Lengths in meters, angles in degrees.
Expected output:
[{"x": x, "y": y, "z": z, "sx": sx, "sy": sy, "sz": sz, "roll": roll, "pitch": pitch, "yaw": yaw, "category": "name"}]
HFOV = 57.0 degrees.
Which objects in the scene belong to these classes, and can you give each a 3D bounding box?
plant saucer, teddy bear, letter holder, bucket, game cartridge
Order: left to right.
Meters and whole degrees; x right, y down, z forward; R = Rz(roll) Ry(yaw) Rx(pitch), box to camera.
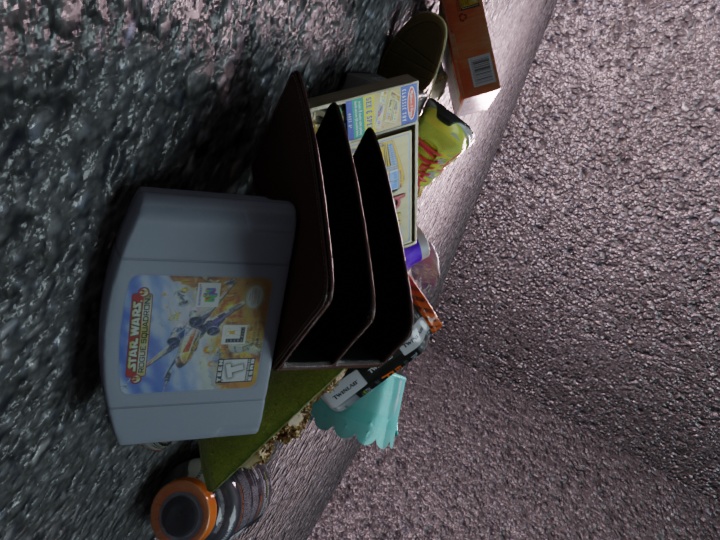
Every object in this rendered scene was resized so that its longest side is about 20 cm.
[{"x": -0.127, "y": 0.041, "z": 0.500, "sx": 0.131, "sy": 0.041, "sz": 0.204, "roll": -1, "pitch": 115, "yaw": -31, "category": "game cartridge"}, {"x": -0.097, "y": 0.090, "z": 0.660, "sx": 0.199, "sy": 0.048, "sz": 0.199, "roll": -42, "pitch": -161, "yaw": -7, "category": "plant saucer"}, {"x": -0.101, "y": 0.154, "z": 0.825, "sx": 0.201, "sy": 0.066, "sz": 0.146, "roll": -55, "pitch": 129, "yaw": -24, "category": "teddy bear"}, {"x": -0.018, "y": -0.041, "z": 0.541, "sx": 0.143, "sy": 0.098, "sz": 0.204, "roll": 127, "pitch": -42, "yaw": -54, "category": "letter holder"}, {"x": -0.012, "y": 0.244, "z": 1.283, "sx": 0.207, "sy": 0.203, "sz": 0.137, "roll": 48, "pitch": 61, "yaw": -78, "category": "bucket"}]

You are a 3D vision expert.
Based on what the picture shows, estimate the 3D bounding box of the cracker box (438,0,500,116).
[{"x": 0.150, "y": -0.301, "z": 0.941, "sx": 0.200, "sy": 0.056, "sz": 0.137, "roll": -51, "pitch": 128, "yaw": -82, "category": "cracker box"}]

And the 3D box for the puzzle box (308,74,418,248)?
[{"x": 0.004, "y": -0.099, "z": 0.725, "sx": 0.131, "sy": 0.025, "sz": 0.203, "roll": -21, "pitch": 128, "yaw": -23, "category": "puzzle box"}]

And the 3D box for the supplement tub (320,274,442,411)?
[{"x": 0.013, "y": 0.099, "z": 0.958, "sx": 0.198, "sy": 0.124, "sz": 0.123, "roll": -35, "pitch": 168, "yaw": 1, "category": "supplement tub"}]

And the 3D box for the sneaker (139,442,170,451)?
[{"x": -0.150, "y": 0.076, "z": 0.569, "sx": 0.203, "sy": 0.081, "sz": 0.078, "roll": -68, "pitch": 169, "yaw": 22, "category": "sneaker"}]

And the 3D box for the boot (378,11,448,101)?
[{"x": 0.081, "y": -0.268, "z": 0.903, "sx": 0.155, "sy": 0.071, "sz": 0.202, "roll": -50, "pitch": 167, "yaw": -48, "category": "boot"}]

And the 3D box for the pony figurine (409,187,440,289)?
[{"x": 0.036, "y": -0.055, "z": 1.019, "sx": 0.199, "sy": 0.165, "sz": 0.196, "roll": -36, "pitch": 144, "yaw": -32, "category": "pony figurine"}]

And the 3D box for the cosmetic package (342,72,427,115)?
[{"x": 0.001, "y": -0.129, "z": 0.806, "sx": 0.107, "sy": 0.089, "sz": 0.204, "roll": -45, "pitch": 155, "yaw": -66, "category": "cosmetic package"}]

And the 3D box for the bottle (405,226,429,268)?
[{"x": 0.000, "y": 0.000, "z": 0.899, "sx": 0.197, "sy": 0.066, "sz": 0.084, "roll": -25, "pitch": 145, "yaw": -15, "category": "bottle"}]

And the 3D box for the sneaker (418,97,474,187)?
[{"x": 0.087, "y": -0.151, "z": 0.872, "sx": 0.091, "sy": 0.078, "sz": 0.200, "roll": -51, "pitch": 176, "yaw": -10, "category": "sneaker"}]

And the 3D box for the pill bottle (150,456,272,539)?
[{"x": -0.181, "y": 0.279, "z": 0.809, "sx": 0.108, "sy": 0.105, "sz": 0.200, "roll": -62, "pitch": 169, "yaw": -5, "category": "pill bottle"}]
